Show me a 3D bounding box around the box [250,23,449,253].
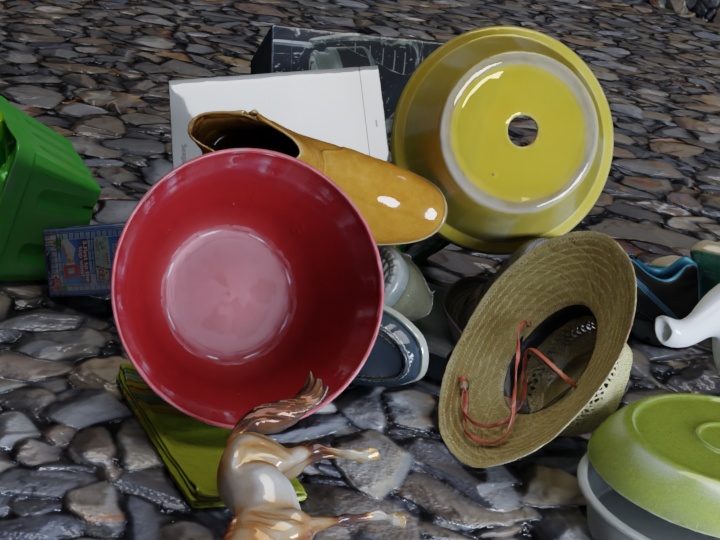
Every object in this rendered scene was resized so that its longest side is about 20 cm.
[{"bbox_3d":[-0.008,-0.125,1.485,0.195,0.202,0.124,3,-11,-13],"label":"box"}]

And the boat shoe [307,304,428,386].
[{"bbox_3d":[-0.036,0.051,1.204,0.199,0.076,0.062,21,21,34],"label":"boat shoe"}]

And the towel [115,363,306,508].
[{"bbox_3d":[-0.112,0.115,1.080,0.085,0.018,0.200,-1,22,-25],"label":"towel"}]

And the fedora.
[{"bbox_3d":[0.164,0.032,1.263,0.176,0.091,0.200,32,28,12],"label":"fedora"}]

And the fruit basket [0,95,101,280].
[{"bbox_3d":[-0.351,-0.093,1.345,0.214,0.157,0.216,22,13,-5],"label":"fruit basket"}]

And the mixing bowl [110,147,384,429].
[{"bbox_3d":[-0.092,0.016,1.110,0.198,0.202,0.108,4,-5,-14],"label":"mixing bowl"}]

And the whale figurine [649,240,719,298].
[{"bbox_3d":[0.370,0.026,1.448,0.158,0.105,0.199,27,-16,-35],"label":"whale figurine"}]

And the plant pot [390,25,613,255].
[{"bbox_3d":[0.126,-0.113,1.269,0.199,0.203,0.189,8,2,-1],"label":"plant pot"}]

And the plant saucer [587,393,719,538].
[{"bbox_3d":[0.262,0.133,1.058,0.198,0.031,0.200,7,20,-3],"label":"plant saucer"}]

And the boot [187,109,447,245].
[{"bbox_3d":[-0.032,-0.073,1.168,0.199,0.071,0.144,13,-7,8],"label":"boot"}]

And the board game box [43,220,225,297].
[{"bbox_3d":[-0.136,-0.018,1.279,0.199,0.062,0.199,-8,5,-40],"label":"board game box"}]

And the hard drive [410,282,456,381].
[{"bbox_3d":[0.024,0.038,1.332,0.199,0.033,0.139,19,22,28],"label":"hard drive"}]

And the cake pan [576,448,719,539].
[{"bbox_3d":[0.246,0.175,1.036,0.198,0.037,0.200,8,19,-3],"label":"cake pan"}]

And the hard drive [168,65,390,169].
[{"bbox_3d":[-0.075,-0.123,1.373,0.198,0.027,0.133,-5,64,-3],"label":"hard drive"}]

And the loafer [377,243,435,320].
[{"bbox_3d":[0.000,0.000,1.297,0.069,0.075,0.200,33,4,-32],"label":"loafer"}]

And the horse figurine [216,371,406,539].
[{"bbox_3d":[-0.044,0.145,0.957,0.131,0.050,0.201,2,33,-17],"label":"horse figurine"}]

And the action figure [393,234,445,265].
[{"bbox_3d":[0.060,-0.061,1.398,0.118,0.055,0.200,45,67,5],"label":"action figure"}]

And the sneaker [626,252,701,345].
[{"bbox_3d":[0.224,0.016,1.407,0.198,0.083,0.073,5,21,-8],"label":"sneaker"}]

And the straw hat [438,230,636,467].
[{"bbox_3d":[0.156,0.077,1.132,0.085,0.202,0.201,35,6,-28],"label":"straw hat"}]

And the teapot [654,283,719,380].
[{"bbox_3d":[0.365,0.082,1.180,0.199,0.198,0.146,-1,39,38],"label":"teapot"}]
